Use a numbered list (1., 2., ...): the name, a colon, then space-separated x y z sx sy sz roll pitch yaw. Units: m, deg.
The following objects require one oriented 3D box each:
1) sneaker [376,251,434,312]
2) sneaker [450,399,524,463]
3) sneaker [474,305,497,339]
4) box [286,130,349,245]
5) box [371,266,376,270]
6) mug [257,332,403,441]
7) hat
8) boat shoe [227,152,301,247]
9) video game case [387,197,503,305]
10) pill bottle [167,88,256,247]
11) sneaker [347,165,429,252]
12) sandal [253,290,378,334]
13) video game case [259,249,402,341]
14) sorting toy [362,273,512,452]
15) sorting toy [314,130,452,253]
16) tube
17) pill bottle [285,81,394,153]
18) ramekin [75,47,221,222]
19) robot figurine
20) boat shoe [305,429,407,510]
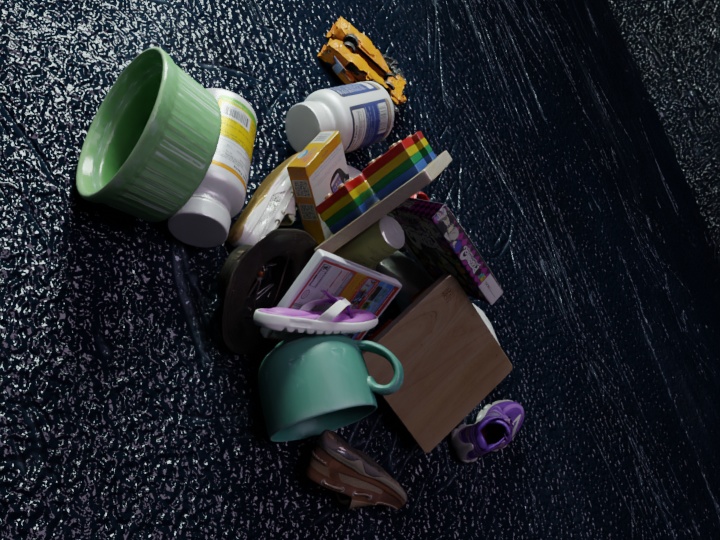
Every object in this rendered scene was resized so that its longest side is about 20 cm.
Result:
1. sneaker: 0.079 0.041 1.189 0.199 0.083 0.074 41 33 11
2. sneaker: 0.244 0.283 1.215 0.198 0.083 0.083 -18 82 -49
3. sneaker: 0.181 0.085 1.279 0.200 0.074 0.100 47 21 -13
4. box: -0.052 -0.103 1.098 0.120 0.040 0.204 -55 142 -46
5. box: 0.000 0.000 1.127 0.042 0.038 0.204 72 30 -49
6. mug: -0.049 0.147 0.931 0.180 0.152 0.117 -8 68 -25
7. hat: -0.145 0.018 0.955 0.200 0.079 0.205 -41 144 -40
8. boat shoe: -0.130 -0.096 1.050 0.069 0.070 0.202 43 54 -20
9. video game case: 0.122 -0.039 1.110 0.036 0.199 0.182 -43 115 -11
10. pill bottle: -0.209 -0.141 0.958 0.109 0.110 0.205 25 54 -33
11. sneaker: 0.053 -0.129 1.216 0.202 0.107 0.068 47 44 -16
12. sandal: -0.048 0.053 0.908 0.199 0.081 0.051 2 98 -46
13. video game case: -0.037 0.052 0.990 0.198 0.144 0.017 20 22 -52
14. sorting toy: 0.112 0.142 1.102 0.199 0.069 0.201 -40 109 -11
15. sorting toy: 0.024 -0.120 1.003 0.070 0.197 0.200 54 22 -5
16. tube: -0.016 -0.011 1.019 0.059 0.198 0.052 54 40 -4
17. pill bottle: -0.036 -0.259 1.192 0.198 0.110 0.113 -27 89 -48
18. ramekin: -0.261 -0.161 0.860 0.097 0.197 0.205 28 52 -39
19. robot figurine: 0.012 -0.391 1.347 0.199 0.058 0.147 39 47 -23
20. boat shoe: -0.008 0.298 0.975 0.072 0.075 0.200 -52 125 -7
